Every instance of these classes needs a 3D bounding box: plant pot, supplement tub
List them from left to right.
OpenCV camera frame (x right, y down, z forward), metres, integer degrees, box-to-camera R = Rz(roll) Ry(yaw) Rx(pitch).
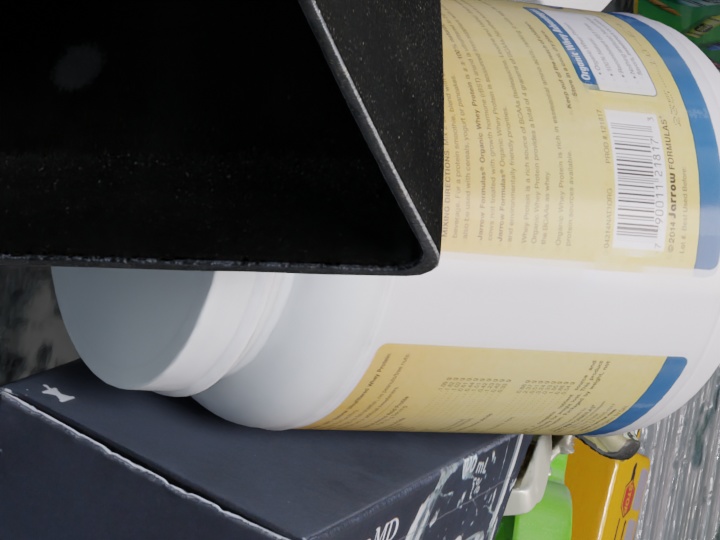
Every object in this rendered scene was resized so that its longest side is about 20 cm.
[{"bbox_3d":[-0.079,-0.125,0.740,0.200,0.199,0.178,61,36,-57],"label":"plant pot"},{"bbox_3d":[0.013,-0.020,0.898,0.199,0.144,0.146,4,100,-32],"label":"supplement tub"}]

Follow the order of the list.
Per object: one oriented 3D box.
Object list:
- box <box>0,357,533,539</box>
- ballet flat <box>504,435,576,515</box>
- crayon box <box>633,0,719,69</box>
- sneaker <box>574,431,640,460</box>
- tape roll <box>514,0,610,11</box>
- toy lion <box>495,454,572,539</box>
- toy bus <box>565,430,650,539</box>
[{"bbox_3d":[-0.055,0.131,0.952,0.200,0.123,0.198,-20,131,-63],"label":"box"},{"bbox_3d":[0.036,0.094,1.153,0.200,0.071,0.072,-44,140,-52],"label":"ballet flat"},{"bbox_3d":[0.178,-0.179,1.403,0.200,0.058,0.120,43,60,-83],"label":"crayon box"},{"bbox_3d":[0.096,-0.020,1.179,0.077,0.088,0.201,15,57,-63],"label":"sneaker"},{"bbox_3d":[0.079,-0.210,1.205,0.202,0.070,0.204,12,90,-67],"label":"tape roll"},{"bbox_3d":[0.065,0.142,1.286,0.200,0.068,0.193,130,-25,-79],"label":"toy lion"},{"bbox_3d":[0.104,0.146,1.448,0.078,0.065,0.201,23,80,-67],"label":"toy bus"}]
